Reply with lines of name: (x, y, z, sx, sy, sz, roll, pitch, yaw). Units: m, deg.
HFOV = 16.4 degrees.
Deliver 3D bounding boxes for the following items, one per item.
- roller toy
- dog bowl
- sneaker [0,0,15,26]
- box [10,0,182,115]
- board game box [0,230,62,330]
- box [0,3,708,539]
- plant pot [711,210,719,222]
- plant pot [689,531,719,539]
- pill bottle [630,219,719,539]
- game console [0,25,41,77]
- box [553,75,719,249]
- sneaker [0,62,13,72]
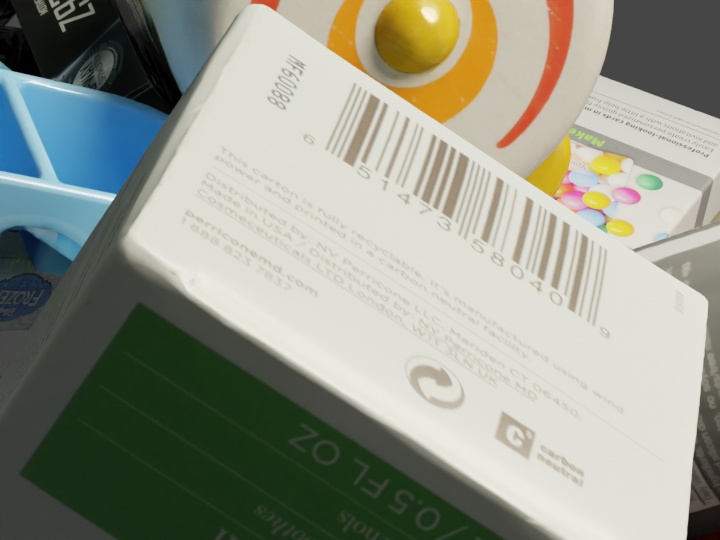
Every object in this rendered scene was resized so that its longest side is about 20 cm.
roller toy: (0.006, -0.114, 1.039, 0.182, 0.200, 0.140, 0, 23, -18)
dog bowl: (-0.136, -0.036, 0.971, 0.200, 0.050, 0.111, 12, 28, -28)
sneaker: (-0.255, -0.190, 1.391, 0.087, 0.075, 0.200, 36, 12, 29)
box: (-0.108, -0.100, 1.151, 0.160, 0.044, 0.200, 51, 10, -53)
board game box: (-0.200, -0.049, 1.089, 0.200, 0.043, 0.199, 40, 16, 21)
box: (-0.015, 0.059, 0.825, 0.199, 0.171, 0.200, 33, 28, -7)
plant pot: (0.154, 0.059, 1.238, 0.187, 0.200, 0.187, 32, 14, -9)
plant pot: (0.204, 0.161, 1.015, 0.200, 0.200, 0.183, 24, 14, -38)
pill bottle: (0.129, 0.043, 0.957, 0.114, 0.200, 0.114, 44, 35, -44)
game console: (-0.144, -0.055, 1.304, 0.176, 0.116, 0.200, 8, -2, 31)
box: (0.067, -0.029, 1.134, 0.156, 0.041, 0.200, 22, 41, 20)
sneaker: (-0.192, -0.134, 1.035, 0.200, 0.131, 0.080, 32, 15, -12)
